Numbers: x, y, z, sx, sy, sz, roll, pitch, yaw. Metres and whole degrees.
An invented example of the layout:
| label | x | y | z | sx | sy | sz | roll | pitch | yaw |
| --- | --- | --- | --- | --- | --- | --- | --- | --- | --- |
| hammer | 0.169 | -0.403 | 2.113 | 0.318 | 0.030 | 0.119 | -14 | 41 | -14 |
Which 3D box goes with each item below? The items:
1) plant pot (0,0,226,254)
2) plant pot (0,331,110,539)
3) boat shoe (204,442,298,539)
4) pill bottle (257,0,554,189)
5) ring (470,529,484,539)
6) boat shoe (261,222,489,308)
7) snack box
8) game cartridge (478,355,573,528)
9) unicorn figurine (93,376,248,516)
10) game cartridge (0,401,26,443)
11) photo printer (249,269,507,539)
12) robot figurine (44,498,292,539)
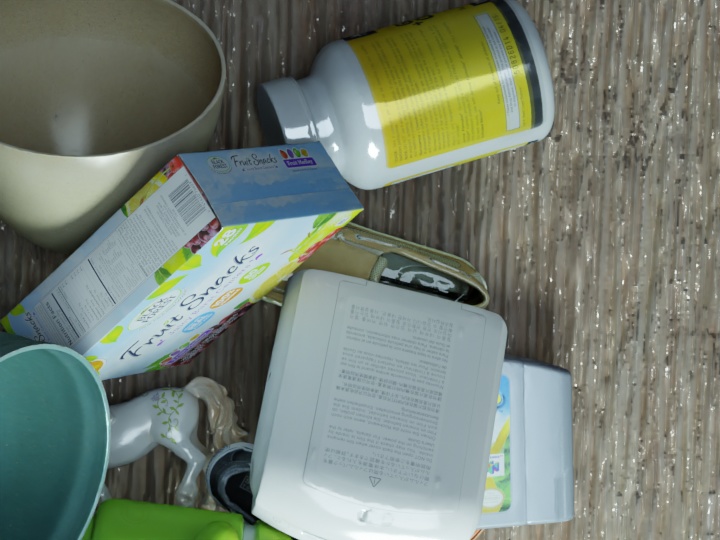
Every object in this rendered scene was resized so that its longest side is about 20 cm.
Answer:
| label | x | y | z | sx | sy | sz | roll | pitch | yaw |
| --- | --- | --- | --- | --- | --- | --- | --- | --- | --- |
| plant pot | -0.195 | -0.090 | 1.682 | 0.200 | 0.200 | 0.135 | -7 | 132 | -13 |
| plant pot | -0.279 | 0.123 | 1.581 | 0.200 | 0.134 | 0.200 | -34 | 134 | -45 |
| boat shoe | -0.017 | 0.186 | 1.739 | 0.200 | 0.068 | 0.072 | 31 | 91 | -14 |
| pill bottle | 0.032 | -0.123 | 1.756 | 0.200 | 0.112 | 0.112 | -16 | 101 | -12 |
| ring | 0.019 | 0.137 | 1.836 | 0.200 | 0.019 | 0.201 | -2 | 97 | -13 |
| boat shoe | 0.000 | 0.000 | 1.783 | 0.200 | 0.076 | 0.072 | 5 | 95 | -14 |
| snack box | -0.122 | -0.004 | 1.663 | 0.200 | 0.169 | 0.068 | -42 | 73 | 29 |
| game cartridge | 0.062 | 0.128 | 1.811 | 0.200 | 0.040 | 0.133 | -4 | 94 | -13 |
| unicorn figurine | -0.182 | 0.129 | 1.764 | 0.200 | 0.074 | 0.137 | -16 | 91 | -20 |
| game cartridge | -0.283 | 0.169 | 1.719 | 0.133 | 0.040 | 0.200 | 39 | 115 | -12 |
| photo printer | 0.012 | 0.108 | 1.702 | 0.166 | 0.069 | 0.200 | 13 | 58 | -5 |
| robot figurine | -0.124 | 0.222 | 1.673 | 0.200 | 0.175 | 0.116 | 8 | 58 | -4 |
